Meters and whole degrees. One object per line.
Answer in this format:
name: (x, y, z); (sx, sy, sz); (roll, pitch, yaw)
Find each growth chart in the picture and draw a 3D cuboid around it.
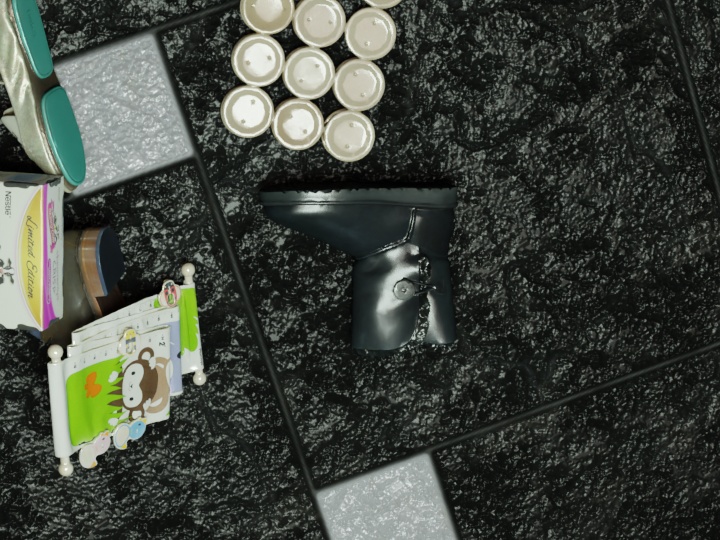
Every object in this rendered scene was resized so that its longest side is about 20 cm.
growth chart: (-0.216, 0.095, 1.641); (0.200, 0.018, 0.145); (-32, 123, -42)

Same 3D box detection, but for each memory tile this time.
memory tile: (-0.044, -0.212, 1.662); (0.153, 0.017, 0.201); (11, 101, -11)

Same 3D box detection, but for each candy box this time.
candy box: (-0.372, -0.023, 1.596); (0.199, 0.061, 0.137); (3, 102, 8)

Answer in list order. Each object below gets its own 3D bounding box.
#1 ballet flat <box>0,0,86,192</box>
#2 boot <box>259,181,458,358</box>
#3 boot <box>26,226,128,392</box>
ballet flat: (-0.306, -0.166, 1.615); (0.062, 0.067, 0.201); (-10, 101, 22)
boot: (0.000, 0.000, 1.683); (0.199, 0.076, 0.169); (0, 98, -16)
boot: (-0.270, 0.053, 1.668); (0.097, 0.075, 0.201); (1, 110, 14)
